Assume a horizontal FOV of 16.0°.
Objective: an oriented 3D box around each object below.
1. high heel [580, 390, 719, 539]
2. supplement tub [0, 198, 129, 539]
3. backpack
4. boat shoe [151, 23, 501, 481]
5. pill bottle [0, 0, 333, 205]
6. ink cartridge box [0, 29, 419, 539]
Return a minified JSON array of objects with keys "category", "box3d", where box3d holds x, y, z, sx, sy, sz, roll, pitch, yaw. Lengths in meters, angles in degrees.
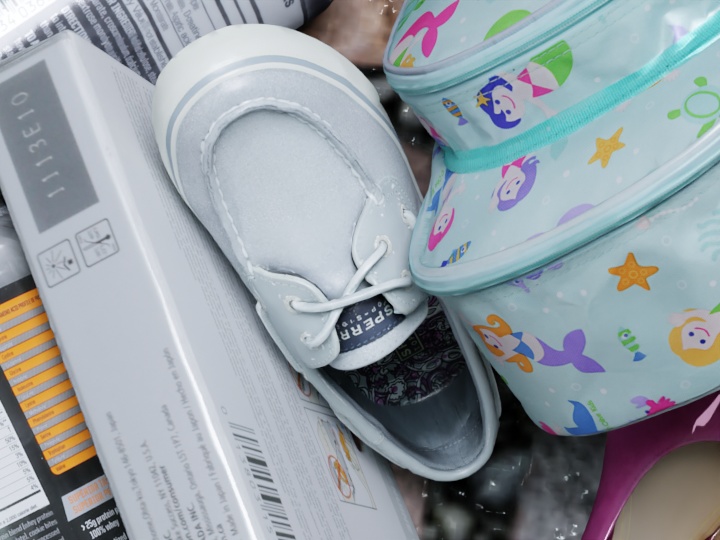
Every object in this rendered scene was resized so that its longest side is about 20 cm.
[{"category":"high heel","box3d":[0.101,0.103,0.825,0.067,0.096,0.200,25,111,-28]},{"category":"supplement tub","box3d":[-0.125,0.069,0.836,0.122,0.123,0.201,-25,90,-6]},{"category":"backpack","box3d":[0.097,-0.050,0.803,0.177,0.151,0.201,-27,28,30]},{"category":"boat shoe","box3d":[-0.001,0.001,0.834,0.070,0.201,0.072,-30,48,4]},{"category":"pill bottle","box3d":[-0.079,-0.111,0.922,0.199,0.106,0.106,-35,75,-9]},{"category":"ink cartridge box","box3d":[-0.045,0.035,0.849,0.043,0.174,0.201,-26,73,11]}]
